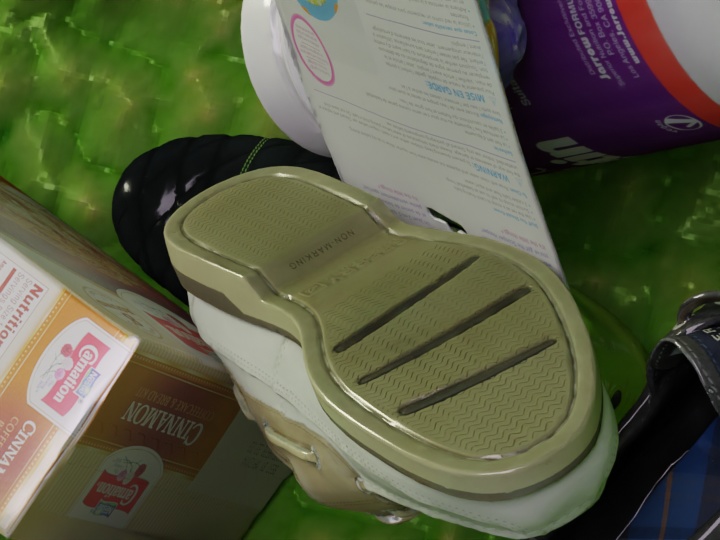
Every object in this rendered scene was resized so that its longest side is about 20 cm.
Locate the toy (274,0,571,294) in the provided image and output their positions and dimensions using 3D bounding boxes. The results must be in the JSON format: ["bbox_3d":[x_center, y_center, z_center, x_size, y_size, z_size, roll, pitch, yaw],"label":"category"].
[{"bbox_3d":[0.011,-0.097,0.742,0.047,0.200,0.115,-33,29,-19],"label":"toy"}]

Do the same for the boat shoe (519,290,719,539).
[{"bbox_3d":[0.099,0.039,0.723,0.200,0.066,0.070,-50,40,4],"label":"boat shoe"}]

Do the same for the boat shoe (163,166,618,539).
[{"bbox_3d":[0.013,0.031,0.757,0.075,0.068,0.200,-26,29,-15],"label":"boat shoe"}]

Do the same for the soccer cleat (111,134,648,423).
[{"bbox_3d":[0.000,0.000,0.871,0.200,0.081,0.068,23,87,23],"label":"soccer cleat"}]

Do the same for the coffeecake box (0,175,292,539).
[{"bbox_3d":[-0.130,0.010,0.877,0.200,0.154,0.073,35,92,22],"label":"coffeecake box"}]

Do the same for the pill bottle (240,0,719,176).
[{"bbox_3d":[0.058,-0.086,0.828,0.200,0.112,0.113,-10,73,46],"label":"pill bottle"}]
